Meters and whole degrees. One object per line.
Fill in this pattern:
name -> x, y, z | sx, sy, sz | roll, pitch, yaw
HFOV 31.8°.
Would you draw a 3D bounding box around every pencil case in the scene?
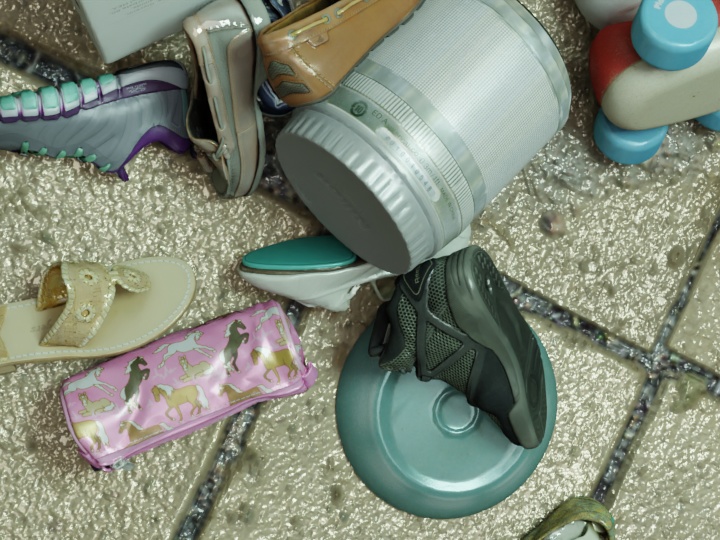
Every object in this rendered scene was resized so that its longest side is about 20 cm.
pencil case -> -0.138, 0.092, 1.017 | 0.199, 0.083, 0.087 | -23, 97, -8

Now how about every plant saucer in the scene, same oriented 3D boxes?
plant saucer -> 0.079, 0.118, 1.081 | 0.198, 0.036, 0.202 | -1, 95, -10

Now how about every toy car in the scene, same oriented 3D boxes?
toy car -> 0.249, -0.227, 1.041 | 0.175, 0.185, 0.201 | -19, 69, -8

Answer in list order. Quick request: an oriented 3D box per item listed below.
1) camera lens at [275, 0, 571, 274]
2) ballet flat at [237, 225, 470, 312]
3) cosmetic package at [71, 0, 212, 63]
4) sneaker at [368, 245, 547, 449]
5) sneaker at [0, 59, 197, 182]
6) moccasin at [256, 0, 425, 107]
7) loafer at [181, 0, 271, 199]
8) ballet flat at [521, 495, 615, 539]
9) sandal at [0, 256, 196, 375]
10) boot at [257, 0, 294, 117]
camera lens -> 0.053, -0.117, 0.979 | 0.200, 0.160, 0.160 | -45, 101, -17
ballet flat -> 0.000, 0.000, 1.048 | 0.198, 0.069, 0.070 | -14, 97, -10
cosmetic package -> -0.147, -0.272, 0.864 | 0.164, 0.200, 0.166 | -26, 83, -8
sneaker -> 0.080, 0.070, 1.027 | 0.113, 0.077, 0.200 | -12, 129, 28
sneaker -> -0.226, -0.104, 0.992 | 0.198, 0.074, 0.088 | -14, 102, -9
moccasin -> -0.009, -0.202, 0.917 | 0.202, 0.073, 0.078 | -48, 121, -31
loafer -> -0.111, -0.127, 0.960 | 0.063, 0.201, 0.072 | -23, 58, -25
ballet flat -> 0.142, 0.273, 1.089 | 0.200, 0.071, 0.071 | -41, 100, -5
sandal -> -0.233, 0.028, 0.988 | 0.210, 0.070, 0.078 | -17, 64, -6
boot -> -0.082, -0.222, 0.997 | 0.072, 0.090, 0.202 | -20, 98, -8
